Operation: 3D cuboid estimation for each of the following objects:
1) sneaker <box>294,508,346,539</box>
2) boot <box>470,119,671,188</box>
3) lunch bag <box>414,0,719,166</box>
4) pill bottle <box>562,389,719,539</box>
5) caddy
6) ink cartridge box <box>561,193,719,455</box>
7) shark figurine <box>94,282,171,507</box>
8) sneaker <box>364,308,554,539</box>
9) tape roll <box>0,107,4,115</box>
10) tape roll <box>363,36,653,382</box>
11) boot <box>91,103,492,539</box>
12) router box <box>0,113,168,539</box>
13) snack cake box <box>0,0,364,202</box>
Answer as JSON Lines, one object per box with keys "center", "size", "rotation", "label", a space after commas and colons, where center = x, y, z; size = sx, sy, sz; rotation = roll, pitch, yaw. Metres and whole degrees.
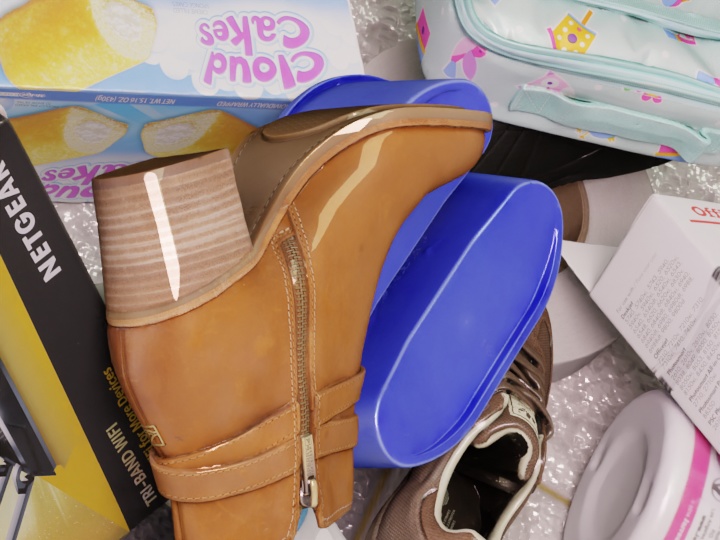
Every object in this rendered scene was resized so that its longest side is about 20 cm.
{"center": [-0.058, 0.179, 0.834], "size": [0.087, 0.075, 0.201], "rotation": [47, 64, -28], "label": "sneaker"}
{"center": [0.082, -0.122, 1.067], "size": [0.202, 0.074, 0.155], "rotation": [-8, 63, -29], "label": "boot"}
{"center": [0.127, -0.136, 0.999], "size": [0.198, 0.077, 0.162], "rotation": [9, 54, -16], "label": "lunch bag"}
{"center": [0.212, 0.148, 0.997], "size": [0.199, 0.113, 0.114], "rotation": [25, 56, -12], "label": "pill bottle"}
{"center": [0.000, 0.000, 0.912], "size": [0.142, 0.104, 0.201], "rotation": [51, 58, -28], "label": "caddy"}
{"center": [0.197, 0.028, 0.986], "size": [0.115, 0.068, 0.200], "rotation": [7, 35, -40], "label": "ink cartridge box"}
{"center": [-0.125, 0.017, 0.873], "size": [0.214, 0.089, 0.128], "rotation": [39, 12, -39], "label": "shark figurine"}
{"center": [0.066, 0.077, 0.940], "size": [0.070, 0.075, 0.201], "rotation": [38, 50, -20], "label": "sneaker"}
{"center": [-0.220, 0.003, 0.811], "size": [0.037, 0.203, 0.203], "rotation": [37, 55, 3], "label": "tape roll"}
{"center": [0.068, -0.034, 1.075], "size": [0.201, 0.037, 0.205], "rotation": [11, 59, -20], "label": "tape roll"}
{"center": [-0.012, 0.019, 0.783], "size": [0.199, 0.076, 0.157], "rotation": [-22, 104, -46], "label": "boot"}
{"center": [-0.165, 0.052, 0.734], "size": [0.157, 0.201, 0.052], "rotation": [-39, 45, -17], "label": "router box"}
{"center": [-0.110, -0.086, 0.972], "size": [0.198, 0.115, 0.068], "rotation": [0, 64, -24], "label": "snack cake box"}
